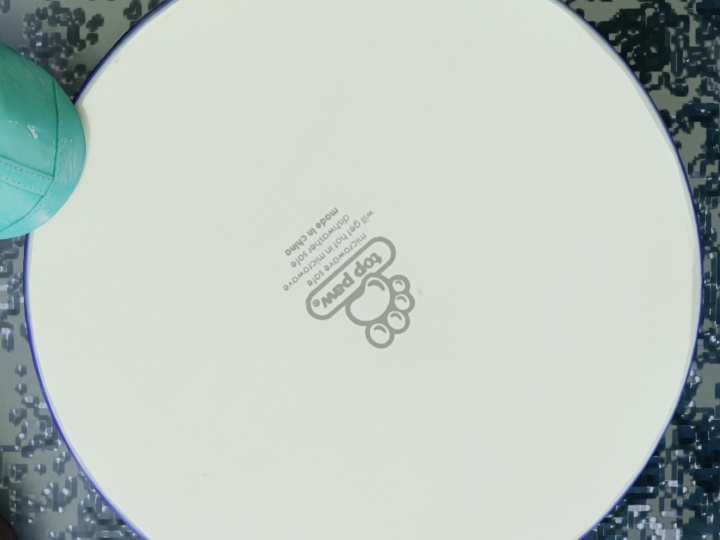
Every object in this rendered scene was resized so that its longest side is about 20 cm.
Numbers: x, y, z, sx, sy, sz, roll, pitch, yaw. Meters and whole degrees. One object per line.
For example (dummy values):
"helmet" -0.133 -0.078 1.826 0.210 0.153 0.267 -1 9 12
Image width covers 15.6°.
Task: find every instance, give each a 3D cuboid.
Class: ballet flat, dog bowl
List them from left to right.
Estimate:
"ballet flat" -0.167 -0.070 0.740 0.199 0.070 0.068 27 92 23
"dog bowl" 0.000 0.000 0.785 0.199 0.079 0.201 0 96 -1

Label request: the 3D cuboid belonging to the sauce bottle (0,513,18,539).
"sauce bottle" -0.126 0.119 0.801 0.064 0.065 0.201 -10 97 0
